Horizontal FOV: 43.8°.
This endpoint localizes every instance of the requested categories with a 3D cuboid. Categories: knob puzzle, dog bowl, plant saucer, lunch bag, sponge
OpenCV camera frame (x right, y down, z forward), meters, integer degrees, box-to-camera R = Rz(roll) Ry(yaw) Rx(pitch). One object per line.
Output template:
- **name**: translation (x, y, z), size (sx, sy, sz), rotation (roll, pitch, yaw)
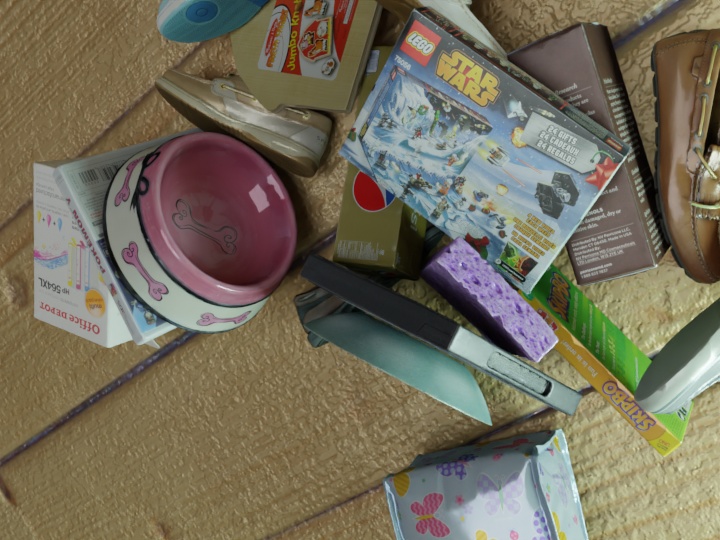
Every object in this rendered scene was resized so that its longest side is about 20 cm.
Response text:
- **knob puzzle**: translation (-0.053, -0.248, 0.868), size (0.217, 0.030, 0.225), rotation (-9, 76, 36)
- **dog bowl**: translation (-0.146, -0.045, 0.879), size (0.073, 0.199, 0.203), rotation (-27, 89, 44)
- **plant saucer**: translation (0.042, 0.081, 0.838), size (0.199, 0.201, 0.039), rotation (27, 86, 19)
- **lunch bag**: translation (0.132, 0.272, 0.863), size (0.167, 0.127, 0.204), rotation (-17, 84, 27)
- **sponge**: translation (0.104, 0.027, 0.777), size (0.112, 0.200, 0.030), rotation (45, 87, 2)

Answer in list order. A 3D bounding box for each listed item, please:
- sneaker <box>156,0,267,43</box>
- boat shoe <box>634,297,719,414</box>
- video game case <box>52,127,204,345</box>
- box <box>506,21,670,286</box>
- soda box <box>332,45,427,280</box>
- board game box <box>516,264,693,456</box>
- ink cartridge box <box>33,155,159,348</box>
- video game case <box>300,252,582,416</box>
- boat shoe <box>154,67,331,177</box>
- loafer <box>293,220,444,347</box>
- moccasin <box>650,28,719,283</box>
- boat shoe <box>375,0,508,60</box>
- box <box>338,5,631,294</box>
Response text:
- **sneaker**: translation (-0.130, -0.321, 0.871), size (0.198, 0.079, 0.132), rotation (-30, 70, 19)
- **boat shoe**: translation (0.310, 0.056, 0.716), size (0.200, 0.070, 0.072), rotation (-42, 90, -2)
- **video game case**: translation (-0.187, -0.044, 0.910), size (0.023, 0.199, 0.185), rotation (-28, 89, 43)
- **box**: translation (0.195, -0.099, 0.755), size (0.074, 0.100, 0.204), rotation (-14, 95, 29)
- **soda box**: translation (0.030, -0.097, 0.819), size (0.063, 0.068, 0.204), rotation (6, 82, 25)
- **board game box**: translation (0.207, 0.066, 0.789), size (0.200, 0.095, 0.030), rotation (48, 118, 9)
- **ink cartridge box**: translation (-0.274, -0.015, 0.996), size (0.127, 0.125, 0.204), rotation (16, 109, 30)
- **video game case**: translation (0.067, 0.054, 0.770), size (0.199, 0.180, 0.026), rotation (25, 87, 49)
- **boat shoe**: translation (-0.118, -0.166, 0.922), size (0.197, 0.074, 0.070), rotation (28, 80, 11)
- **loafer**: translation (0.000, 0.000, 0.899), size (0.200, 0.071, 0.063), rotation (-44, 75, 30)
- **moccasin**: translation (0.285, -0.092, 0.731), size (0.077, 0.073, 0.206), rotation (-1, 92, 35)
- **boat shoe**: translation (0.065, -0.236, 0.760), size (0.200, 0.071, 0.069), rotation (45, 81, 3)
- **box**: translation (0.095, -0.096, 0.719), size (0.199, 0.040, 0.138), rotation (37, 120, 9)
